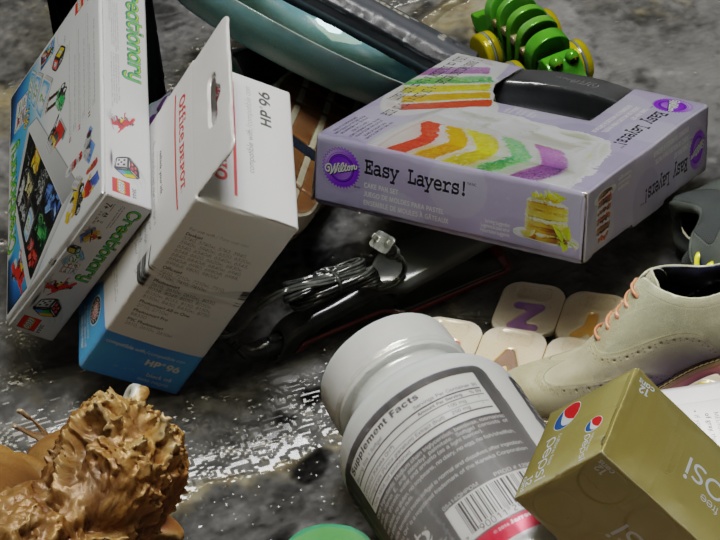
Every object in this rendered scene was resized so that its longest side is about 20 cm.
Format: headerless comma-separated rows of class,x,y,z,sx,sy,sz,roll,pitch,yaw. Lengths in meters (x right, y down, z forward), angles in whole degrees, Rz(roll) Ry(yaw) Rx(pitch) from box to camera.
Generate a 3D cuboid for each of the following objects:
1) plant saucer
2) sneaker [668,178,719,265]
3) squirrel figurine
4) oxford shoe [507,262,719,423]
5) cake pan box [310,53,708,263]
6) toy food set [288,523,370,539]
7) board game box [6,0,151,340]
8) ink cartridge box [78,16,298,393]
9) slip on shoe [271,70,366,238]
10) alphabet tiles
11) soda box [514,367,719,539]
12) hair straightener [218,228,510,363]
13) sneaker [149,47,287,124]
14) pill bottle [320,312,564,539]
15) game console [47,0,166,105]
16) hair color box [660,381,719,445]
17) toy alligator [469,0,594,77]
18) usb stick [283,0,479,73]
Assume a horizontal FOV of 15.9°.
plant saucer,-0.046,-0.156,1.694,0.200,0.027,0.200,27,10,-5
sneaker,0.237,0.010,1.525,0.084,0.075,0.200,-13,32,0
squirrel figurine,-0.161,0.132,1.356,0.187,0.142,0.200,-17,6,-41
oxford shoe,0.157,0.034,1.440,0.200,0.074,0.071,-20,22,14
cake pan box,0.097,-0.073,1.586,0.184,0.052,0.200,16,27,26
toy food set,-0.048,0.218,1.321,0.200,0.049,0.198,-21,43,-17
board game box,-0.172,-0.073,1.560,0.035,0.126,0.200,20,41,-26
ink cartridge box,-0.093,-0.037,1.497,0.068,0.200,0.116,18,43,-23
slip on shoe,-0.046,-0.066,1.642,0.076,0.061,0.200,35,30,-8
alphabet tiles,0.119,0.075,1.496,0.200,0.015,0.196,9,43,15
soda box,0.174,0.143,1.279,0.068,0.200,0.064,-34,20,43
hair straightener,0.000,0.000,1.546,0.200,0.077,0.041,-19,51,-16
sneaker,-0.135,-0.093,1.678,0.087,0.074,0.200,19,45,35
pill bottle,0.056,0.115,1.374,0.111,0.111,0.200,-19,46,-16
game console,-0.155,-0.227,1.734,0.116,0.200,0.176,-31,46,-26
hair color box,0.234,0.114,1.391,0.200,0.065,0.109,-9,51,-2
toy alligator,0.126,-0.137,1.711,0.059,0.054,0.200,-21,43,-17
usb stick,-0.008,-0.175,1.721,0.200,0.033,0.055,29,6,1
